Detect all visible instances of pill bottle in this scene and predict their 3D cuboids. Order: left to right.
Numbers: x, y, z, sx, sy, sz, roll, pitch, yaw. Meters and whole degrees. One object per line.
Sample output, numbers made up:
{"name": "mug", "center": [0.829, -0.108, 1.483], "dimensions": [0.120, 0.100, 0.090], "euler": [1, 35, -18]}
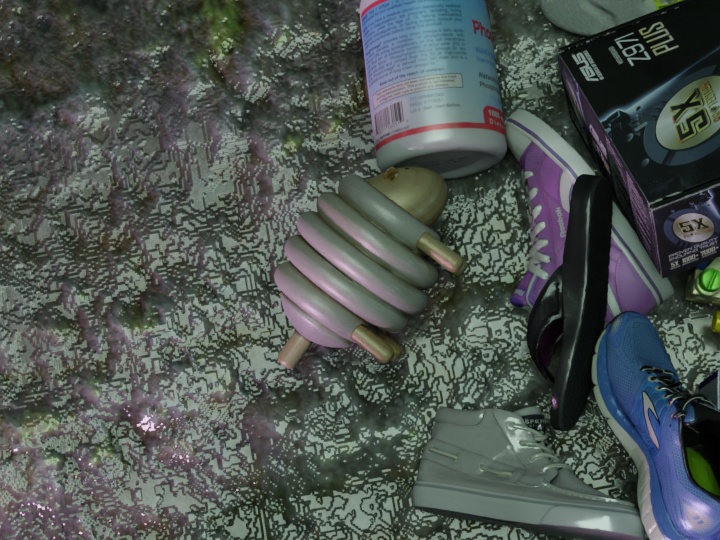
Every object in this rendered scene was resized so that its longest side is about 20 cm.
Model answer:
{"name": "pill bottle", "center": [0.057, -0.183, 1.229], "dimensions": [0.109, 0.109, 0.200], "euler": [-7, 79, 3]}

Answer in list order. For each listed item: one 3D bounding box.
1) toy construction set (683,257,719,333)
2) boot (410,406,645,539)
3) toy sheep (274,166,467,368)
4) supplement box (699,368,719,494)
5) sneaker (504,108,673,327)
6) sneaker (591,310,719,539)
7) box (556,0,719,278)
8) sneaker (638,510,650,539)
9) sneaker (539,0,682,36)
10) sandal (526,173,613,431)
{"name": "toy construction set", "center": [0.345, -0.002, 1.186], "dimensions": [0.200, 0.092, 0.131], "euler": [6, 79, 17]}
{"name": "boot", "center": [0.132, 0.152, 1.149], "dimensions": [0.200, 0.074, 0.096], "euler": [4, 74, 34]}
{"name": "toy sheep", "center": [0.000, 0.000, 1.191], "dimensions": [0.138, 0.138, 0.200], "euler": [38, 91, 10]}
{"name": "supplement box", "center": [0.371, 0.135, 1.146], "dimensions": [0.200, 0.101, 0.103], "euler": [1, 80, 5]}
{"name": "sneaker", "center": [0.154, -0.030, 1.212], "dimensions": [0.114, 0.073, 0.201], "euler": [-34, 79, 1]}
{"name": "sneaker", "center": [0.239, 0.112, 1.100], "dimensions": [0.078, 0.089, 0.200], "euler": [3, 53, -31]}
{"name": "box", "center": [0.269, -0.116, 1.167], "dimensions": [0.164, 0.086, 0.200], "euler": [-21, 48, 1]}
{"name": "sneaker", "center": [0.202, 0.259, 1.154], "dimensions": [0.200, 0.070, 0.100], "euler": [-31, 95, 5]}
{"name": "sneaker", "center": [0.252, -0.263, 1.258], "dimensions": [0.200, 0.076, 0.105], "euler": [-7, 51, 12]}
{"name": "sandal", "center": [0.162, 0.025, 1.156], "dimensions": [0.048, 0.075, 0.201], "euler": [5, 86, 27]}
